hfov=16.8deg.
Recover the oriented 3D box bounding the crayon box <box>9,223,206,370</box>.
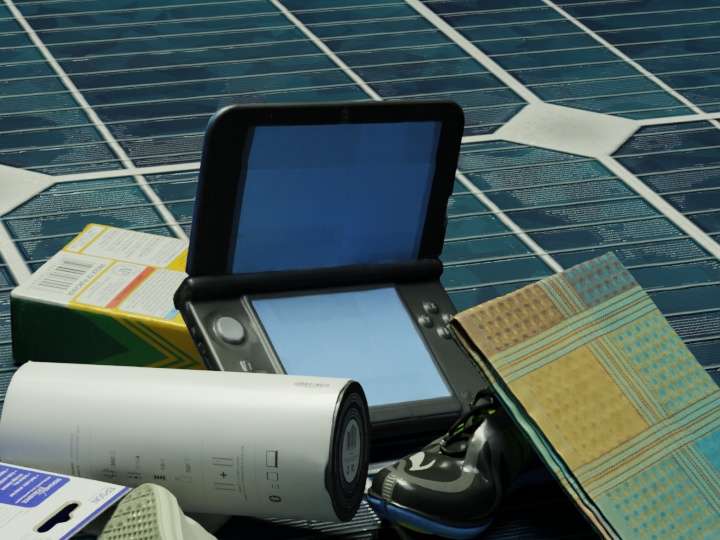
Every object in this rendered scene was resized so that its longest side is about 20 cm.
[{"bbox_3d":[-0.110,0.029,1.578,0.198,0.052,0.126,9,25,17],"label":"crayon box"}]

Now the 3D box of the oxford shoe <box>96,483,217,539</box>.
[{"bbox_3d":[-0.098,0.179,1.232,0.058,0.075,0.200,43,14,-22],"label":"oxford shoe"}]

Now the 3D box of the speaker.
[{"bbox_3d":[-0.100,0.095,1.367,0.198,0.082,0.081,2,22,16],"label":"speaker"}]

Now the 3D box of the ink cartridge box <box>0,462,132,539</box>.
[{"bbox_3d":[-0.231,0.134,1.330,0.199,0.037,0.095,6,22,26],"label":"ink cartridge box"}]

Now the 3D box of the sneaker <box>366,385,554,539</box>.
[{"bbox_3d":[0.074,0.094,1.410,0.070,0.083,0.199,23,33,37],"label":"sneaker"}]

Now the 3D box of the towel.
[{"bbox_3d":[0.154,0.087,1.388,0.146,0.022,0.200,-19,64,-40],"label":"towel"}]

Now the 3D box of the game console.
[{"bbox_3d":[0.000,0.000,1.466,0.199,0.119,0.171,-5,54,-37],"label":"game console"}]
